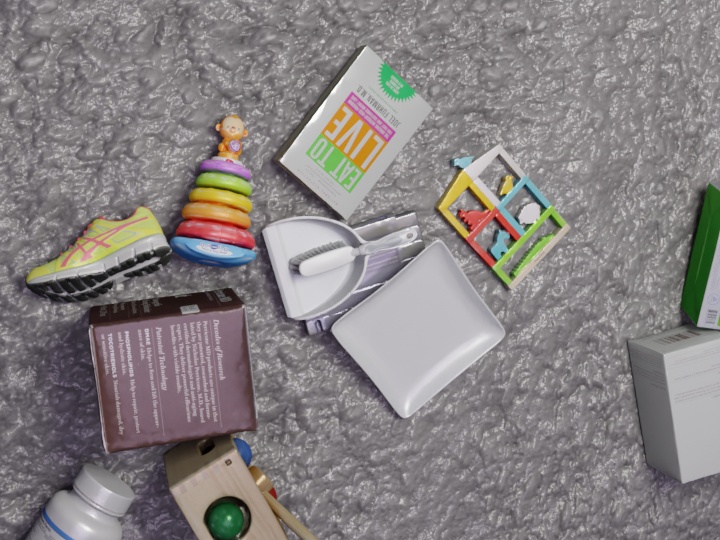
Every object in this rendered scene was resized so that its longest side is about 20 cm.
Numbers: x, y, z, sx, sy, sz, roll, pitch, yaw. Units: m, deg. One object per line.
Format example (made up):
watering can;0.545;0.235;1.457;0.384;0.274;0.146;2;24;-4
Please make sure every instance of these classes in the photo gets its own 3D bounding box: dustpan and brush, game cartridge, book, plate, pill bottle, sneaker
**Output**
dustpan and brush;-0.020;-0.023;1.464;0.197;0.057;0.142;-19;101;-11
game cartridge;0.000;0.000;1.520;0.197;0.038;0.132;-17;97;-11
book;-0.009;-0.190;1.491;0.133;0.048;0.201;39;85;-19
plate;0.082;0.082;1.528;0.199;0.032;0.201;-39;117;-1
pill bottle;-0.387;0.366;1.431;0.112;0.112;0.201;34;88;-15
sneaker;-0.349;-0.023;1.419;0.197;0.078;0.091;-19;68;-1

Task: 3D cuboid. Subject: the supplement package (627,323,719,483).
supplement package;0.492;0.198;1.619;0.115;0.117;0.203;-13;99;-12

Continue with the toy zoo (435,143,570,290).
toy zoo;0.199;-0.088;1.562;0.131;0.020;0.200;-46;104;-4

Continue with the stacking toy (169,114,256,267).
stacking toy;-0.183;-0.110;1.437;0.114;0.110;0.204;11;83;-12

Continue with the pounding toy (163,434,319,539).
pounding toy;-0.154;0.313;1.434;0.141;0.200;0.186;-30;103;-8

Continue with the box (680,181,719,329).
box;0.591;-0.014;1.590;0.173;0.097;0.203;6;109;-2

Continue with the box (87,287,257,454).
box;-0.247;0.125;1.406;0.197;0.166;0.167;-8;98;-13
